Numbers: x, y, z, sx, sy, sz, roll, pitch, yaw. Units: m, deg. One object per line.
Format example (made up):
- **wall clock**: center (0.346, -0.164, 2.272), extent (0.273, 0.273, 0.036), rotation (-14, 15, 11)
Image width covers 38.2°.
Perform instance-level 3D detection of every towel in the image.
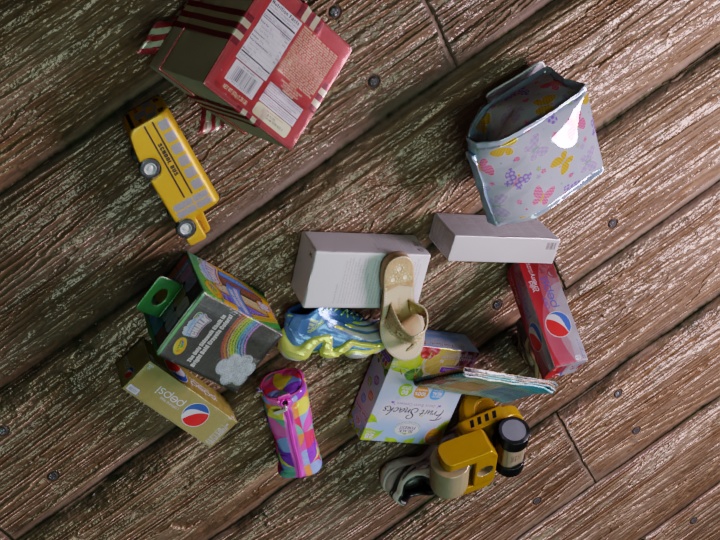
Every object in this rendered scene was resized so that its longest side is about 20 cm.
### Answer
- **towel**: center (0.208, 0.193, 1.741), extent (0.198, 0.146, 0.022), rotation (12, 70, -30)

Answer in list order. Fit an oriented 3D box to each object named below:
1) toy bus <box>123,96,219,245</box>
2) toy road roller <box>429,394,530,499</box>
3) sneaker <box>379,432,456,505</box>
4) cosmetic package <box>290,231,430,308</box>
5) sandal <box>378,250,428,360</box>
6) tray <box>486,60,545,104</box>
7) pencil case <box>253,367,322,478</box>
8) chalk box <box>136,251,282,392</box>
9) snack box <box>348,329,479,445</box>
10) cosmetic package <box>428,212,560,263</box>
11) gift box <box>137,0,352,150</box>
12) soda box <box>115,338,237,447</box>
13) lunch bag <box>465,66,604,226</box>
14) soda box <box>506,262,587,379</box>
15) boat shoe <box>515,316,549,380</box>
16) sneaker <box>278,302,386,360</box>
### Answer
- **toy bus**: center (-0.261, -0.136, 1.455), extent (0.078, 0.065, 0.201), rotation (-31, 126, -6)
- **toy road roller**: center (0.198, 0.301, 1.853), extent (0.198, 0.147, 0.123), rotation (-20, 142, -14)
- **sneaker**: center (0.138, 0.372, 1.915), extent (0.199, 0.088, 0.076), rotation (-25, 124, -10)
- **cosmetic package**: center (0.000, 0.000, 1.644), extent (0.198, 0.071, 0.102), rotation (2, 119, -25)
- **sandal**: center (0.072, 0.076, 1.633), extent (0.077, 0.070, 0.213), rotation (-17, 124, -13)
- **tray**: center (0.270, -0.229, 1.656), extent (0.107, 0.022, 0.201), rotation (-31, 126, -3)
- **pencil case**: center (-0.117, 0.258, 1.740), extent (0.088, 0.089, 0.201), rotation (-19, 125, -12)
- **chalk box**: center (-0.239, 0.068, 1.550), extent (0.199, 0.124, 0.125), rotation (33, 104, -33)
- **snack box**: center (0.092, 0.201, 1.806), extent (0.167, 0.068, 0.201), rotation (8, 117, -28)
- **cosmetic package**: center (0.219, -0.052, 1.703), extent (0.198, 0.083, 0.051), rotation (2, 121, -23)
- **gift box**: center (-0.159, -0.270, 1.341), extent (0.184, 0.186, 0.201), rotation (41, 83, -37)
- **soda box**: center (-0.288, 0.195, 1.637), extent (0.064, 0.068, 0.200), rotation (-43, 126, 5)
- **lunch bag**: center (0.253, -0.185, 1.586), extent (0.199, 0.127, 0.170), rotation (-36, 129, -12)
- **soda box**: center (0.310, 0.074, 1.744), extent (0.063, 0.202, 0.070), rotation (-11, 158, -14)
- **boat shoe**: center (0.317, 0.138, 1.867), extent (0.072, 0.072, 0.200), rotation (-42, 148, -1)
- **sneaker**: center (-0.035, 0.085, 1.677), extent (0.198, 0.076, 0.106), rotation (-9, 121, -17)
